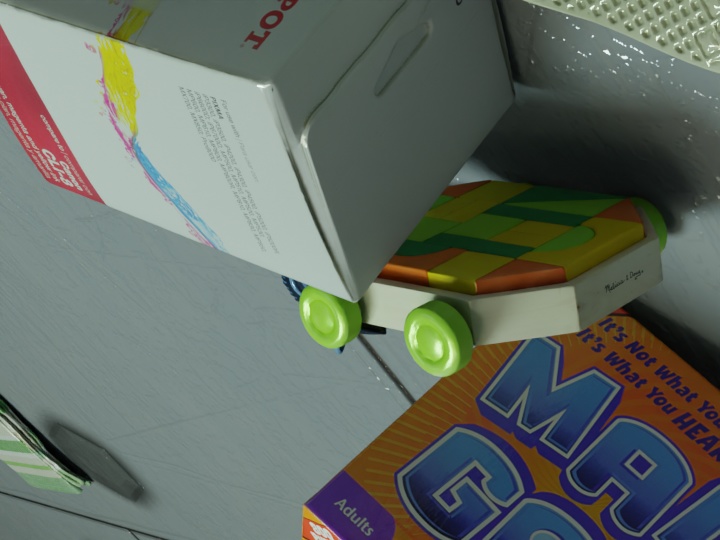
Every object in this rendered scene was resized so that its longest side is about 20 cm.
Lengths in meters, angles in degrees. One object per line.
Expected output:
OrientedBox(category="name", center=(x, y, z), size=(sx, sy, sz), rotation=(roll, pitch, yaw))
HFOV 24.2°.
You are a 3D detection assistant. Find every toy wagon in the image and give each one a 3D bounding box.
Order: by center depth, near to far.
OrientedBox(category="toy wagon", center=(0.042, -0.006, 0.803), size=(0.200, 0.155, 0.040), rotation=(12, 118, 44))

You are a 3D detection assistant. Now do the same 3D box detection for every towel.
OrientedBox(category="towel", center=(-0.395, 0.172, 1.833), size=(0.200, 0.023, 0.152), rotation=(47, 154, -23))

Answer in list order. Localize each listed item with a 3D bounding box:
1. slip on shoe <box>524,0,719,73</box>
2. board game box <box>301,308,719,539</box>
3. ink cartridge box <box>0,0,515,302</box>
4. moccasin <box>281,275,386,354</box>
OrientedBox(category="slip on shoe", center=(0.091, -0.133, 0.624), size=(0.200, 0.061, 0.074), rotation=(34, 136, 34))
OrientedBox(category="board game box", center=(0.106, 0.164, 0.909), size=(0.200, 0.200, 0.200), rotation=(41, 157, 19))
OrientedBox(category="ink cartridge box", center=(-0.056, -0.106, 0.760), size=(0.200, 0.145, 0.145), rotation=(21, 150, 32))
OrientedBox(category="moccasin", center=(0.000, 0.000, 0.961), size=(0.080, 0.068, 0.200), rotation=(43, 155, -13))
